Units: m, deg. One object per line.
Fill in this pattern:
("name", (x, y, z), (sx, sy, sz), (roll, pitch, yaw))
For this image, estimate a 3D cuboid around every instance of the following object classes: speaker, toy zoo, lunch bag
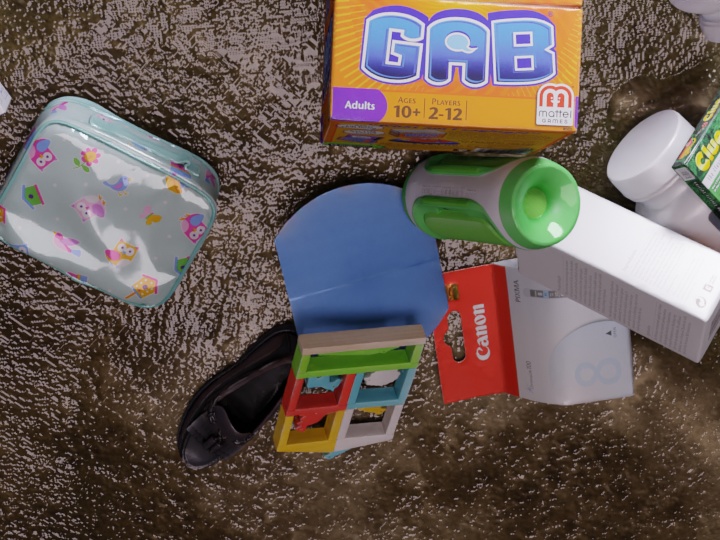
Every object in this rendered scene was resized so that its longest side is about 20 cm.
("speaker", (0.116, -0.065, 1.394), (0.088, 0.200, 0.089), (-3, 96, -27))
("toy zoo", (-0.016, 0.132, 1.548), (0.131, 0.021, 0.200), (-4, 138, -19))
("lunch bag", (-0.237, -0.067, 1.450), (0.199, 0.077, 0.161), (26, 111, -15))

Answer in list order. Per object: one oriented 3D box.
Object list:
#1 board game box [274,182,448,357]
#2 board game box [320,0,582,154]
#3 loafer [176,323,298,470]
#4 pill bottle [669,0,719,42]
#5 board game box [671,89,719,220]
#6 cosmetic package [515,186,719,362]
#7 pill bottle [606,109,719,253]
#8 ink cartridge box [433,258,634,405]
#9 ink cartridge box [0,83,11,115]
("board game box", (0.000, 0.000, 1.516), (0.157, 0.039, 0.201), (-16, 116, -7))
("board game box", (0.071, -0.210, 1.285), (0.199, 0.200, 0.201), (3, 89, -4))
("loafer", (-0.125, 0.139, 1.566), (0.072, 0.063, 0.200), (36, 110, -19))
("pill bottle", (0.307, -0.306, 1.335), (0.110, 0.111, 0.201), (-22, 115, 8))
("board game box", (0.372, -0.135, 1.403), (0.105, 0.023, 0.200), (45, 66, -20))
("cosmetic package", (0.250, -0.002, 1.436), (0.199, 0.071, 0.102), (27, 161, 18))
("pill bottle", (0.337, -0.057, 1.458), (0.120, 0.120, 0.200), (-42, 111, 17))
("ink cartridge box", (0.176, 0.066, 1.552), (0.199, 0.047, 0.161), (-9, 117, 0))
("ink cartridge box", (-0.419, -0.209, 1.387), (0.094, 0.044, 0.200), (-29, 114, 10))
